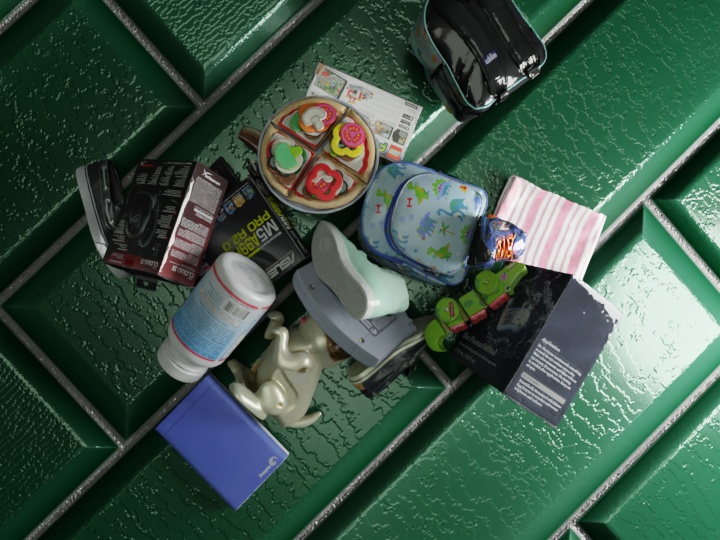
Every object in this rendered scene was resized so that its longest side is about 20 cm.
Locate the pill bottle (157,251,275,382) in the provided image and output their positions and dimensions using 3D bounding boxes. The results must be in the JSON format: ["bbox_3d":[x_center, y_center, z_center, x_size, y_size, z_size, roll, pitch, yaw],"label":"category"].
[{"bbox_3d":[-0.231,0.078,0.820,0.108,0.109,0.200,41,105,-2],"label":"pill bottle"}]

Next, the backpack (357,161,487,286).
[{"bbox_3d":[0.098,-0.084,0.867,0.197,0.147,0.186,20,86,1],"label":"backpack"}]

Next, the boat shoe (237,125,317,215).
[{"bbox_3d":[-0.132,-0.170,0.891,0.199,0.076,0.072,37,92,0],"label":"boat shoe"}]

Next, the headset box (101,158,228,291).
[{"bbox_3d":[-0.313,-0.069,0.830,0.147,0.077,0.204,8,78,32],"label":"headset box"}]

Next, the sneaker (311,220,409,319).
[{"bbox_3d":[0.000,0.001,0.848,0.074,0.117,0.202,-56,50,30],"label":"sneaker"}]

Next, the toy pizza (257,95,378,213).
[{"bbox_3d":[-0.067,-0.191,0.835,0.196,0.032,0.205,1,78,-3],"label":"toy pizza"}]

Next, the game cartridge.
[{"bbox_3d":[-0.014,0.059,0.856,0.200,0.132,0.041,45,131,15],"label":"game cartridge"}]

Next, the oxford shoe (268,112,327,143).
[{"bbox_3d":[-0.070,-0.206,0.889,0.198,0.075,0.058,28,58,-6],"label":"oxford shoe"}]

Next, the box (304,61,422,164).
[{"bbox_3d":[-0.003,-0.271,0.915,0.197,0.035,0.112,23,89,-3],"label":"box"}]

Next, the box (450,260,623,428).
[{"bbox_3d":[0.272,0.106,0.843,0.116,0.197,0.202,32,89,-15],"label":"box"}]

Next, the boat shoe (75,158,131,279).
[{"bbox_3d":[-0.413,-0.089,0.880,0.067,0.072,0.203,-19,84,-1],"label":"boat shoe"}]

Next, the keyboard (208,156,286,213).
[{"bbox_3d":[-0.189,-0.108,0.897,0.126,0.021,0.202,-33,93,25],"label":"keyboard"}]

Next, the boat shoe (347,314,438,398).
[{"bbox_3d":[0.070,0.146,0.902,0.199,0.074,0.063,-36,107,-12],"label":"boat shoe"}]

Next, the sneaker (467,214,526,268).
[{"bbox_3d":[0.220,-0.047,0.818,0.077,0.200,0.077,16,112,19],"label":"sneaker"}]

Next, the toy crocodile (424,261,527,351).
[{"bbox_3d":[0.184,0.055,0.836,0.199,0.067,0.062,-36,65,9],"label":"toy crocodile"}]

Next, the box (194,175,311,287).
[{"bbox_3d":[-0.205,-0.035,0.873,0.198,0.044,0.162,-34,92,15],"label":"box"}]

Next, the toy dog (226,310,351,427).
[{"bbox_3d":[-0.097,0.154,0.865,0.200,0.140,0.194,-44,101,-2],"label":"toy dog"}]

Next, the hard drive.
[{"bbox_3d":[-0.240,0.298,0.911,0.132,0.025,0.200,-44,92,-2],"label":"hard drive"}]

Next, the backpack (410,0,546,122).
[{"bbox_3d":[0.181,-0.373,0.864,0.175,0.153,0.201,-36,102,-4],"label":"backpack"}]

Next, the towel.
[{"bbox_3d":[0.331,-0.067,0.937,0.197,0.030,0.149,22,90,-3],"label":"towel"}]
